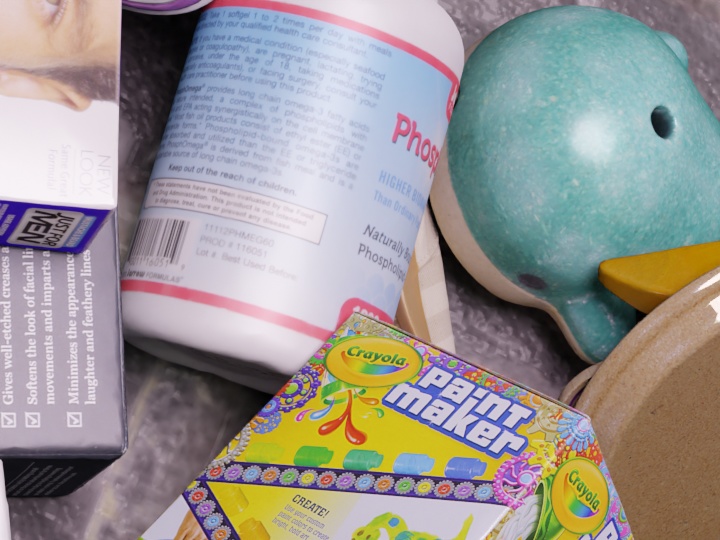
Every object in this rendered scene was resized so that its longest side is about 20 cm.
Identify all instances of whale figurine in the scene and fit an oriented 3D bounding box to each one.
[{"bbox_3d":[0.127,-0.036,1.060,0.199,0.104,0.160,26,65,-24],"label":"whale figurine"}]

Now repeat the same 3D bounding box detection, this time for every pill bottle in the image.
[{"bbox_3d":[-0.021,-0.055,0.979,0.108,0.109,0.201,18,81,-13],"label":"pill bottle"}]

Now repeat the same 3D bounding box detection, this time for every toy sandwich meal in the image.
[{"bbox_3d":[0.166,0.043,1.043,0.204,0.206,0.070,-10,43,-20],"label":"toy sandwich meal"}]

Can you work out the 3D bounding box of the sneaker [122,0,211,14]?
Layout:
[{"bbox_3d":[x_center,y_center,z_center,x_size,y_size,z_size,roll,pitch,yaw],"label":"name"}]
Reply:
[{"bbox_3d":[-0.135,-0.168,0.974,0.199,0.075,0.100,21,52,1],"label":"sneaker"}]

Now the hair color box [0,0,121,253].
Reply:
[{"bbox_3d":[-0.187,-0.074,0.878,0.199,0.065,0.110,5,73,-19],"label":"hair color box"}]

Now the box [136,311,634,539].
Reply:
[{"bbox_3d":[0.010,0.163,0.912,0.193,0.122,0.200,-45,135,-23],"label":"box"}]

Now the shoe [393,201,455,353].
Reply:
[{"bbox_3d":[0.000,0.000,1.047,0.070,0.053,0.201,-14,75,9],"label":"shoe"}]

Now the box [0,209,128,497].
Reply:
[{"bbox_3d":[-0.198,0.007,0.944,0.199,0.107,0.149,2,76,-19],"label":"box"}]

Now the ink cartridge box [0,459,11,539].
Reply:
[{"bbox_3d":[-0.234,0.117,0.899,0.199,0.116,0.068,-3,77,-18],"label":"ink cartridge box"}]
